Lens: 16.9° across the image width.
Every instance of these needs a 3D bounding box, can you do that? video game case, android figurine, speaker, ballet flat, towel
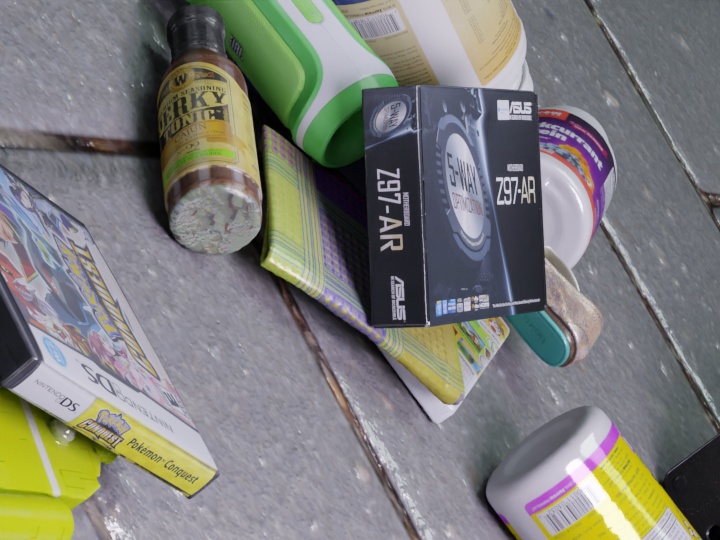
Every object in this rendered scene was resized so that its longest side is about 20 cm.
[{"bbox_3d":[0.025,-0.001,1.764,0.200,0.023,0.182,53,23,-4],"label":"video game case"},{"bbox_3d":[-0.198,0.064,1.225,0.200,0.041,0.183,17,44,-53],"label":"android figurine"},{"bbox_3d":[-0.165,0.014,1.280,0.181,0.025,0.200,40,15,-54],"label":"video game case"},{"bbox_3d":[-0.055,-0.168,1.689,0.200,0.088,0.088,52,21,22],"label":"speaker"},{"bbox_3d":[0.113,-0.012,1.862,0.067,0.068,0.200,-34,82,-37],"label":"ballet flat"},{"bbox_3d":[0.000,0.000,1.659,0.200,0.023,0.144,38,29,-33],"label":"towel"}]

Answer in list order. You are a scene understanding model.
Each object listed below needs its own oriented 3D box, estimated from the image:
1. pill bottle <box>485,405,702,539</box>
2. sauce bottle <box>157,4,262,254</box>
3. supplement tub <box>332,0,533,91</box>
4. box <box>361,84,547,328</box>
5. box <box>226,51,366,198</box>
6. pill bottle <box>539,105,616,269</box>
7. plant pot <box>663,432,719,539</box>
[{"bbox_3d":[0.184,0.201,1.700,0.200,0.104,0.104,52,23,-8],"label":"pill bottle"},{"bbox_3d":[-0.103,-0.098,1.595,0.065,0.065,0.201,37,27,-36],"label":"sauce bottle"},{"bbox_3d":[0.043,-0.197,1.863,0.145,0.144,0.200,-93,160,-51],"label":"supplement tub"},{"bbox_3d":[0.067,-0.046,1.670,0.200,0.043,0.161,-4,92,-62],"label":"box"},{"bbox_3d":[-0.001,-0.101,1.768,0.200,0.032,0.121,43,20,17],"label":"box"},{"bbox_3d":[0.150,-0.070,1.983,0.112,0.111,0.200,52,23,-7],"label":"pill bottle"},{"bbox_3d":[0.370,0.194,1.976,0.177,0.200,0.200,7,52,-47],"label":"plant pot"}]
